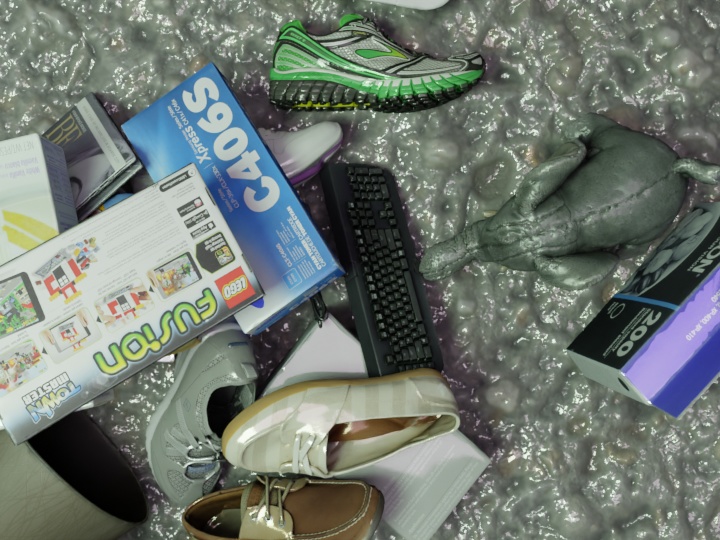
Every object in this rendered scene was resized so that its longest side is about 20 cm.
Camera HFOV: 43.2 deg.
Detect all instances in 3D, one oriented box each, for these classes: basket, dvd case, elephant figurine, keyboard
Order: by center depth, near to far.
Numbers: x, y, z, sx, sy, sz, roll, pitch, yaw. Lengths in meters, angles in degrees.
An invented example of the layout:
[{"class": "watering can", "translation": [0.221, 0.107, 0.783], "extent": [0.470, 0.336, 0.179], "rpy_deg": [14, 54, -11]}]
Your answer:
[{"class": "dvd case", "translation": [-0.280, -0.056, 0.765], "extent": [0.199, 0.149, 0.016], "rpy_deg": [-41, 132, -2]}, {"class": "basket", "translation": [-0.313, 0.213, 0.767], "extent": [0.199, 0.136, 0.181], "rpy_deg": [-41, 107, 1]}, {"class": "elephant figurine", "translation": [0.171, -0.041, 0.776], "extent": [0.197, 0.157, 0.142], "rpy_deg": [-26, 58, -25]}, {"class": "keyboard", "translation": [0.000, 0.000, 0.790], "extent": [0.125, 0.021, 0.204], "rpy_deg": [-5, 70, -28]}]

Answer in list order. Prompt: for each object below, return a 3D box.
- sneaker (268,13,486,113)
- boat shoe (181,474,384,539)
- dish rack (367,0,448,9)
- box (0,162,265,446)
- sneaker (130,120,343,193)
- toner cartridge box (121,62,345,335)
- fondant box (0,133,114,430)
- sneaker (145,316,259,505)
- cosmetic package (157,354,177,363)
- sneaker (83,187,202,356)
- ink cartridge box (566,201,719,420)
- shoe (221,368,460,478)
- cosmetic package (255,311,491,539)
[{"class": "sneaker", "translation": [0.016, -0.188, 0.810], "extent": [0.195, 0.078, 0.087], "rpy_deg": [1, 91, -4]}, {"class": "boat shoe", "translation": [-0.072, 0.210, 0.760], "extent": [0.197, 0.077, 0.072], "rpy_deg": [-22, 123, 28]}, {"class": "dish rack", "translation": [-0.003, -0.329, 0.823], "extent": [0.195, 0.044, 0.176], "rpy_deg": [7, 91, -5]}, {"class": "box", "translation": [-0.178, 0.021, 0.639], "extent": [0.198, 0.035, 0.112], "rpy_deg": [-30, 93, -18]}, {"class": "sneaker", "translation": [-0.112, -0.103, 0.802], "extent": [0.196, 0.075, 0.102], "rpy_deg": [-22, 93, -4]}, {"class": "toner cartridge box", "translation": [-0.104, -0.058, 0.747], "extent": [0.094, 0.043, 0.202], "rpy_deg": [-33, 82, 3]}, {"class": "fondant box", "translation": [-0.278, 0.016, 0.675], "extent": [0.141, 0.058, 0.205], "rpy_deg": [-13, 88, -2]}, {"class": "sneaker", "translation": [-0.132, 0.134, 0.767], "extent": [0.073, 0.082, 0.203], "rpy_deg": [-6, 129, -31]}, {"class": "cosmetic package", "translation": [-0.255, 0.052, 0.791], "extent": [0.195, 0.083, 0.052], "rpy_deg": [0, 91, -4]}, {"class": "sneaker", "translation": [-0.186, -0.008, 0.730], "extent": [0.074, 0.199, 0.092], "rpy_deg": [-16, 125, -30]}, {"class": "ink cartridge box", "translation": [0.281, 0.023, 0.775], "extent": [0.043, 0.200, 0.198], "rpy_deg": [44, 88, -7]}, {"class": "shoe", "translation": [-0.013, 0.125, 0.728], "extent": [0.195, 0.054, 0.071], "rpy_deg": [-12, 126, -12]}, {"class": "cosmetic package", "translation": [0.008, 0.139, 0.814], "extent": [0.200, 0.090, 0.107], "rpy_deg": [43, 87, -1]}]
